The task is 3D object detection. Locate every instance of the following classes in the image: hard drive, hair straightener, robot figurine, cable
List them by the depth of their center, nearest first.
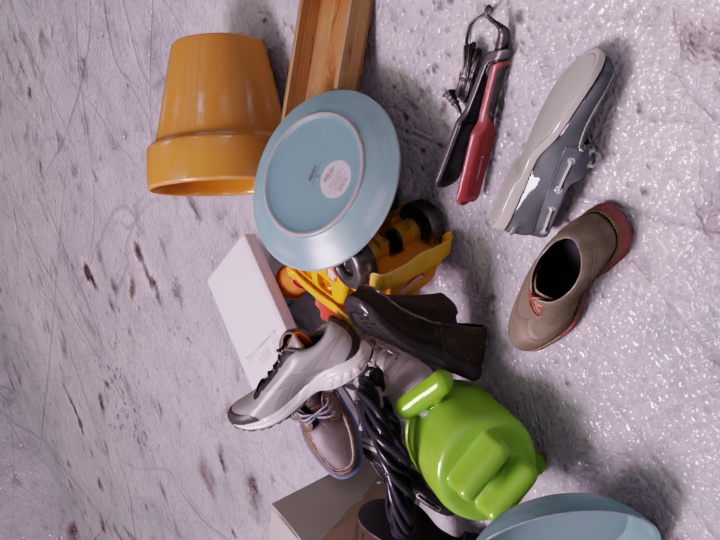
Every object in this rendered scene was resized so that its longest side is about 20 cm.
[{"bbox_3d":[0.103,-0.169,0.943,0.077,0.040,0.203,39,136,37],"label":"hair straightener"},{"bbox_3d":[0.114,0.189,1.016,0.175,0.116,0.200,38,-179,-17],"label":"robot figurine"},{"bbox_3d":[0.038,0.216,1.066,0.163,0.050,0.204,-122,18,-73],"label":"cable"},{"bbox_3d":[-0.146,0.069,1.328,0.132,0.026,0.203,-44,65,45],"label":"hard drive"}]

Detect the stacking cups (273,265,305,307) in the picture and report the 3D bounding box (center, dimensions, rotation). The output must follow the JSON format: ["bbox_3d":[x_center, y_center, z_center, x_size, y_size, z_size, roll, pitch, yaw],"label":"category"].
[{"bbox_3d":[-0.103,0.025,1.338,0.199,0.060,0.061,-31,81,51],"label":"stacking cups"}]

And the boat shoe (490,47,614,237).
[{"bbox_3d":[0.185,-0.109,0.860,0.061,0.073,0.202,21,130,-6],"label":"boat shoe"}]

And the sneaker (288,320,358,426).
[{"bbox_3d":[-0.086,0.157,1.355,0.201,0.078,0.079,52,144,27],"label":"sneaker"}]

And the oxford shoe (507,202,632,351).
[{"bbox_3d":[0.178,0.016,0.901,0.071,0.074,0.202,50,142,25],"label":"oxford shoe"}]

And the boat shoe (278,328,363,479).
[{"bbox_3d":[-0.060,0.169,1.196,0.202,0.071,0.072,63,-176,16],"label":"boat shoe"}]

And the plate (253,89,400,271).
[{"bbox_3d":[-0.046,-0.101,1.013,0.197,0.025,0.204,-11,71,33],"label":"plate"}]

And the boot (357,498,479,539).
[{"bbox_3d":[0.066,0.380,1.204,0.202,0.185,0.069,110,172,-45],"label":"boot"}]

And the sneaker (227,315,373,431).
[{"bbox_3d":[-0.081,0.120,1.115,0.198,0.074,0.080,-33,106,18],"label":"sneaker"}]

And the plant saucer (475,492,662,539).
[{"bbox_3d":[0.195,0.270,0.935,0.202,0.196,0.036,112,159,-45],"label":"plant saucer"}]

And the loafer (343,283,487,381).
[{"bbox_3d":[0.063,0.053,1.005,0.072,0.199,0.072,16,80,50],"label":"loafer"}]

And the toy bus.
[{"bbox_3d":[0.000,0.000,1.101,0.199,0.134,0.195,36,138,37],"label":"toy bus"}]

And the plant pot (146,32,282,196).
[{"bbox_3d":[-0.180,-0.199,1.221,0.199,0.197,0.187,-4,89,55],"label":"plant pot"}]

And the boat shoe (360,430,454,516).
[{"bbox_3d":[0.055,0.252,1.200,0.198,0.074,0.064,19,101,44],"label":"boat shoe"}]

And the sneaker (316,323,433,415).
[{"bbox_3d":[0.011,0.117,1.170,0.198,0.075,0.100,13,146,51],"label":"sneaker"}]

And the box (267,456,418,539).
[{"bbox_3d":[-0.021,0.318,1.231,0.077,0.198,0.096,38,136,37],"label":"box"}]

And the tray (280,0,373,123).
[{"bbox_3d":[-0.043,-0.218,1.086,0.098,0.037,0.204,24,110,47],"label":"tray"}]
